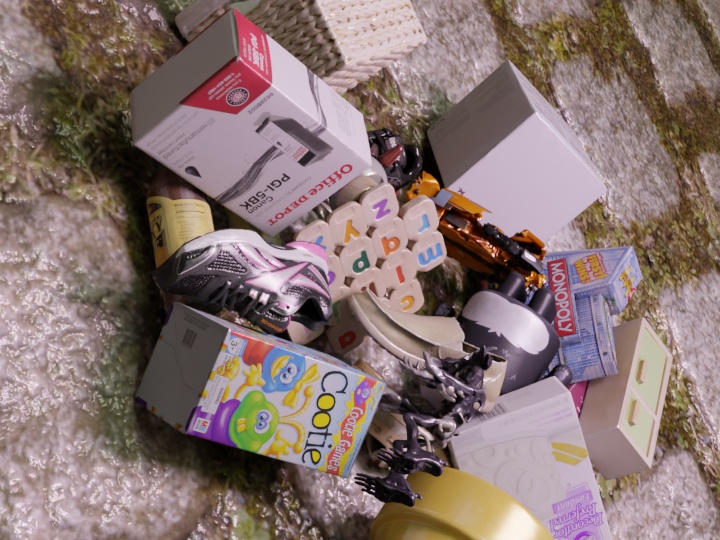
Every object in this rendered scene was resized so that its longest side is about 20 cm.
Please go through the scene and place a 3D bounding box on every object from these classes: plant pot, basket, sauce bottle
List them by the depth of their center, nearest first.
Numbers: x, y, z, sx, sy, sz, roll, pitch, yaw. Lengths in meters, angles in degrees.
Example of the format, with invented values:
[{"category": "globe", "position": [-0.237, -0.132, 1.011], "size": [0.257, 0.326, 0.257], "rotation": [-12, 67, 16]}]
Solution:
[{"category": "plant pot", "position": [0.073, 0.328, 1.204], "size": [0.201, 0.201, 0.189], "rotation": [51, 54, -12]}, {"category": "sauce bottle", "position": [-0.182, -0.050, 1.240], "size": [0.065, 0.065, 0.200], "rotation": [12, 57, -45]}, {"category": "basket", "position": [-0.064, -0.281, 1.414], "size": [0.200, 0.198, 0.161], "rotation": [-29, 92, -53]}]

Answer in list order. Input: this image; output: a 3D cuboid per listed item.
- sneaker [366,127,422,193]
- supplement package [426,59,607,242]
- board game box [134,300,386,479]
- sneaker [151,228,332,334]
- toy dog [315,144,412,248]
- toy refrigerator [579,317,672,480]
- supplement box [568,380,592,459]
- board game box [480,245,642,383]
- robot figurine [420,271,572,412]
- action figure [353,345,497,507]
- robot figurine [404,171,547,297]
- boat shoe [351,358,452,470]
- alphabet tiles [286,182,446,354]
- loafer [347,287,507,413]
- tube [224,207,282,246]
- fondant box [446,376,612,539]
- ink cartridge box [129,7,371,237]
[{"category": "sneaker", "position": [-0.002, -0.136, 1.475], "size": [0.200, 0.098, 0.071], "rotation": [7, 64, -46]}, {"category": "supplement package", "position": [0.202, -0.147, 1.622], "size": [0.151, 0.152, 0.200], "rotation": [42, 18, -23]}, {"category": "board game box", "position": [-0.093, 0.116, 1.172], "size": [0.200, 0.105, 0.103], "rotation": [23, 89, -39]}, {"category": "sneaker", "position": [-0.097, 0.017, 1.164], "size": [0.200, 0.080, 0.086], "rotation": [1, 59, -40]}, {"category": "toy dog", "position": [0.014, -0.076, 1.364], "size": [0.132, 0.096, 0.200], "rotation": [59, -8, 14]}, {"category": "toy refrigerator", "position": [0.329, 0.154, 1.513], "size": [0.076, 0.070, 0.200], "rotation": [50, 40, -20]}, {"category": "supplement box", "position": [0.232, 0.199, 1.519], "size": [0.200, 0.110, 0.086], "rotation": [-37, 99, -52]}, {"category": "board game box", "position": [0.258, 0.048, 1.550], "size": [0.200, 0.200, 0.062], "rotation": [-89, 157, -46]}, {"category": "robot figurine", "position": [0.155, 0.104, 1.443], "size": [0.125, 0.150, 0.200], "rotation": [40, 75, -29]}, {"category": "action figure", "position": [0.066, 0.132, 1.221], "size": [0.102, 0.119, 0.200], "rotation": [32, 45, 4]}, {"category": "robot figurine", "position": [0.146, -0.040, 1.513], "size": [0.200, 0.145, 0.058], "rotation": [30, 74, 8]}, {"category": "boat shoe", "position": [0.034, 0.183, 1.344], "size": [0.065, 0.072, 0.200], "rotation": [-44, 123, -10]}, {"category": "alphabet tiles", "position": [0.000, 0.000, 1.319], "size": [0.015, 0.200, 0.196], "rotation": [48, -16, 43]}, {"category": "loafer", "position": [0.075, 0.074, 1.323], "size": [0.200, 0.068, 0.076], "rotation": [35, 6, -12]}, {"category": "tube", "position": [-0.121, -0.065, 1.338], "size": [0.058, 0.052, 0.200], "rotation": [80, -6, -66]}, {"category": "fondant box", "position": [0.185, 0.237, 1.371], "size": [0.058, 0.144, 0.200], "rotation": [-125, -164, -72]}, {"category": "ink cartridge box", "position": [-0.106, -0.140, 1.223], "size": [0.200, 0.147, 0.083], "rotation": [34, 31, -39]}]
